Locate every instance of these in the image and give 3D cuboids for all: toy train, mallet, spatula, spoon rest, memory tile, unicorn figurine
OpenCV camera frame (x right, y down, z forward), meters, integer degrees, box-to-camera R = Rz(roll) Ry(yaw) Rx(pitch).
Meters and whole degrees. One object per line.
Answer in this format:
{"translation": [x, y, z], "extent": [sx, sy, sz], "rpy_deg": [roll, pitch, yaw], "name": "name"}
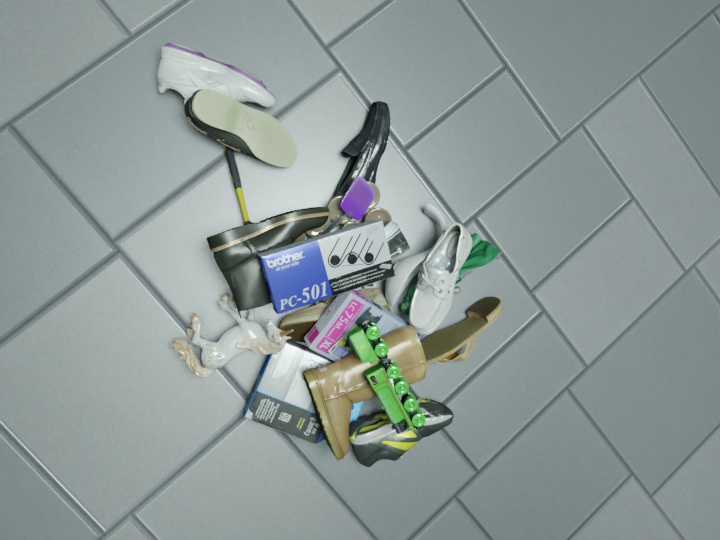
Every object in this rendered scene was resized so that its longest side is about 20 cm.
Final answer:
{"translation": [0.041, 0.174, 0.847], "extent": [0.056, 0.042, 0.200], "rpy_deg": [-27, 97, -2], "name": "toy train"}
{"translation": [-0.212, -0.131, 0.929], "extent": [0.041, 0.066, 0.200], "rpy_deg": [-13, 78, -21], "name": "mallet"}
{"translation": [-0.050, -0.071, 0.912], "extent": [0.200, 0.021, 0.056], "rpy_deg": [-46, 131, 9], "name": "spatula"}
{"translation": [0.102, -0.022, 0.965], "extent": [0.061, 0.099, 0.200], "rpy_deg": [25, 77, 8], "name": "spoon rest"}
{"translation": [-0.035, -0.052, 0.942], "extent": [0.200, 0.017, 0.153], "rpy_deg": [-28, 109, -2], "name": "memory tile"}
{"translation": [-0.208, 0.107, 0.892], "extent": [0.200, 0.074, 0.137], "rpy_deg": [-39, 72, 8], "name": "unicorn figurine"}

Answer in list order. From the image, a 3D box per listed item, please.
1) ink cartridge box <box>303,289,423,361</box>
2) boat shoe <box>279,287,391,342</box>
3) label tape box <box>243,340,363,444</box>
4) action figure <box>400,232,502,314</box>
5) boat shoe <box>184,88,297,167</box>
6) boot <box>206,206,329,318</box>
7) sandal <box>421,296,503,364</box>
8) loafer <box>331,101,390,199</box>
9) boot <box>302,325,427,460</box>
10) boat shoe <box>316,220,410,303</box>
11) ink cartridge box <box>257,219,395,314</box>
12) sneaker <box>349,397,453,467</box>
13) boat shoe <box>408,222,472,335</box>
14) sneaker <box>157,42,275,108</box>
{"translation": [0.017, 0.121, 0.924], "extent": [0.200, 0.042, 0.119], "rpy_deg": [32, 100, -32], "name": "ink cartridge box"}
{"translation": [-0.048, 0.075, 0.948], "extent": [0.200, 0.072, 0.065], "rpy_deg": [-12, 52, -11], "name": "boat shoe"}
{"translation": [-0.085, 0.219, 0.937], "extent": [0.200, 0.066, 0.144], "rpy_deg": [24, 86, -9], "name": "label tape box"}
{"translation": [0.156, 0.015, 0.977], "extent": [0.200, 0.118, 0.055], "rpy_deg": [-35, 109, -1], "name": "action figure"}
{"translation": [-0.197, -0.237, 0.898], "extent": [0.201, 0.063, 0.074], "rpy_deg": [24, 83, -36], "name": "boat shoe"}
{"translation": [-0.132, -0.020, 0.869], "extent": [0.200, 0.077, 0.139], "rpy_deg": [-19, 100, -15], "name": "boot"}
{"translation": [0.191, 0.135, 0.989], "extent": [0.212, 0.078, 0.070], "rpy_deg": [-34, 115, -19], "name": "sandal"}
{"translation": [0.002, -0.208, 0.951], "extent": [0.070, 0.068, 0.201], "rpy_deg": [16, 91, -19], "name": "loafer"}
{"translation": [0.021, 0.206, 0.891], "extent": [0.200, 0.066, 0.175], "rpy_deg": [-19, 107, -14], "name": "boot"}
{"translation": [0.000, 0.000, 0.911], "extent": [0.200, 0.072, 0.071], "rpy_deg": [-39, 92, 1], "name": "boat shoe"}
{"translation": [-0.051, -0.008, 0.839], "extent": [0.200, 0.044, 0.094], "rpy_deg": [-18, 103, -15], "name": "ink cartridge box"}
{"translation": [0.075, 0.296, 0.974], "extent": [0.200, 0.074, 0.085], "rpy_deg": [-11, 108, -8], "name": "sneaker"}
{"translation": [0.128, 0.010, 0.905], "extent": [0.071, 0.069, 0.200], "rpy_deg": [18, 80, 24], "name": "boat shoe"}
{"translation": [-0.246, -0.308, 0.911], "extent": [0.200, 0.075, 0.100], "rpy_deg": [18, 106, -11], "name": "sneaker"}
